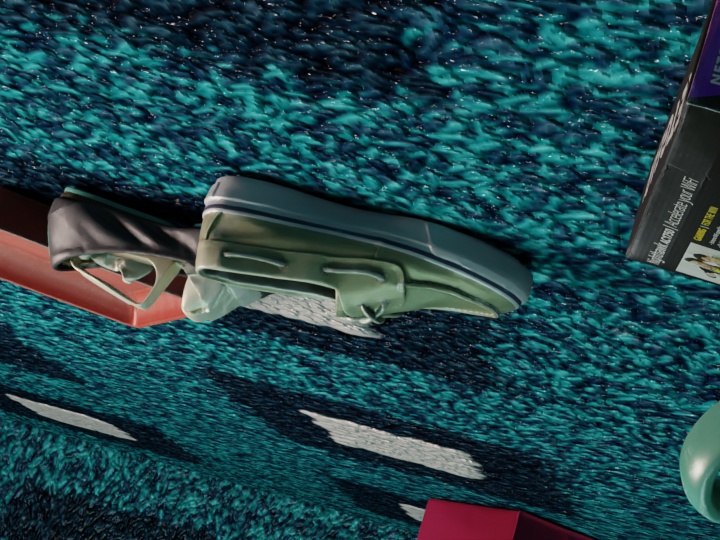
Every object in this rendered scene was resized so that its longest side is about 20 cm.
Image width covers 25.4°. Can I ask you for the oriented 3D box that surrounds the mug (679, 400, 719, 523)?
[{"bbox_3d":[0.260,0.082,0.732,0.185,0.115,0.152,-17,-139,-40],"label":"mug"}]

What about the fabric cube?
[{"bbox_3d":[0.198,0.435,2.165,0.200,0.197,0.199,26,162,-32],"label":"fabric cube"}]

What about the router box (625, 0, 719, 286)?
[{"bbox_3d":[0.188,-0.030,0.613,0.149,0.051,0.200,17,167,7],"label":"router box"}]

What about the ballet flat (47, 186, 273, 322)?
[{"bbox_3d":[-0.121,-0.003,1.066,0.199,0.073,0.073,13,166,15],"label":"ballet flat"}]

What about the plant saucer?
[{"bbox_3d":[-0.230,-0.010,1.235,0.200,0.037,0.200,21,166,-21],"label":"plant saucer"}]

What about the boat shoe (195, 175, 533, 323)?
[{"bbox_3d":[0.000,0.000,0.939,0.199,0.062,0.072,14,167,5],"label":"boat shoe"}]
